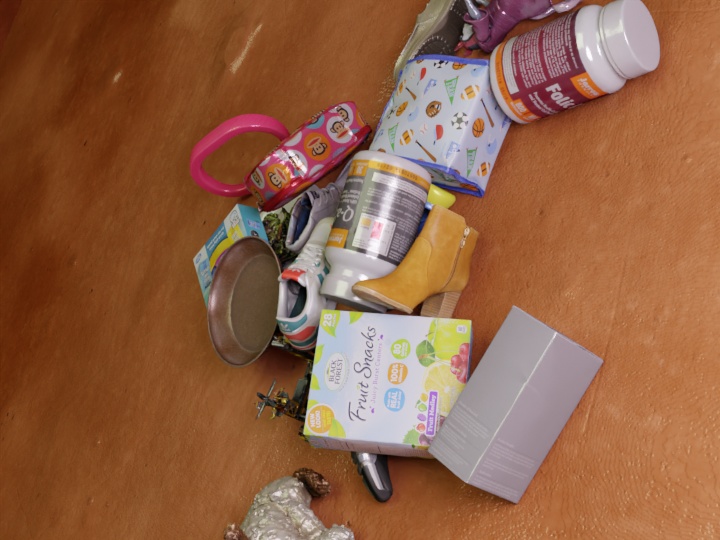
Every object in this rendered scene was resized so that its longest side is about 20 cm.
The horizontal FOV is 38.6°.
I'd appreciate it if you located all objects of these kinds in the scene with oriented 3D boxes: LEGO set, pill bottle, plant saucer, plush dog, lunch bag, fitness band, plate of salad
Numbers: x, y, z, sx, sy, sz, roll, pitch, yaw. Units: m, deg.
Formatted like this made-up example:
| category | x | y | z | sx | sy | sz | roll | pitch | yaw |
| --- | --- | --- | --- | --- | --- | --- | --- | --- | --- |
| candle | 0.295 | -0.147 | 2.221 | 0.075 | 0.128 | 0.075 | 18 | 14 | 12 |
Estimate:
| category | x | y | z | sx | sy | sz | roll | pitch | yaw |
| --- | --- | --- | --- | --- | --- | --- | --- | --- | --- |
| LEGO set | -0.069 | 0.139 | 1.462 | 0.153 | 0.115 | 0.202 | 16 | 80 | 51 |
| pill bottle | 0.276 | -0.272 | 1.328 | 0.199 | 0.114 | 0.116 | -16 | 57 | 42 |
| plant saucer | -0.168 | 0.049 | 1.580 | 0.199 | 0.036 | 0.203 | -13 | 72 | 46 |
| plush dog | -0.115 | 0.353 | 1.386 | 0.200 | 0.160 | 0.172 | -44 | 15 | 18 |
| pill bottle | 0.018 | -0.050 | 1.391 | 0.116 | 0.116 | 0.203 | 9 | 79 | 49 |
| lunch bag | 0.111 | -0.212 | 1.470 | 0.199 | 0.123 | 0.172 | 17 | 82 | 43 |
| lunch bag | -0.088 | -0.175 | 1.619 | 0.199 | 0.082 | 0.176 | -38 | 4 | -23 |
| fitness band | -0.209 | -0.200 | 1.798 | 0.199 | 0.143 | 0.038 | -31 | 46 | 31 |
| plate of salad | -0.134 | -0.060 | 1.708 | 0.199 | 0.048 | 0.202 | -25 | 52 | 36 |

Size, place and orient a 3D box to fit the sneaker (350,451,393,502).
| category | x | y | z | sx | sy | sz | roll | pitch | yaw |
| --- | --- | --- | --- | --- | --- | --- | --- | --- | --- |
| sneaker | 0.031 | 0.194 | 1.359 | 0.114 | 0.075 | 0.202 | -20 | 75 | -11 |

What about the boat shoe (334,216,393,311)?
| category | x | y | z | sx | sy | sz | roll | pitch | yaw |
| --- | --- | --- | --- | --- | --- | --- | --- | --- | --- |
| boat shoe | -0.002 | -0.001 | 1.509 | 0.066 | 0.074 | 0.200 | -55 | 48 | 29 |

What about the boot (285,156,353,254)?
| category | x | y | z | sx | sy | sz | roll | pitch | yaw |
| --- | --- | --- | --- | --- | --- | --- | --- | --- | --- |
| boot | -0.046 | -0.107 | 1.599 | 0.073 | 0.095 | 0.202 | 10 | 76 | 49 |

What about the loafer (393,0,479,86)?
| category | x | y | z | sx | sy | sz | roll | pitch | yaw |
| --- | --- | --- | --- | --- | --- | --- | --- | --- | --- |
| loafer | 0.112 | -0.359 | 1.599 | 0.201 | 0.076 | 0.068 | -56 | 37 | -8 |

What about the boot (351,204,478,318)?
| category | x | y | z | sx | sy | sz | roll | pitch | yaw |
| --- | --- | --- | --- | --- | --- | --- | --- | --- | --- |
| boot | 0.074 | -0.017 | 1.329 | 0.070 | 0.200 | 0.146 | 15 | 89 | 42 |

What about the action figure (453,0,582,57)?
| category | x | y | z | sx | sy | sz | roll | pitch | yaw |
| --- | --- | --- | --- | --- | --- | --- | --- | --- | --- |
| action figure | 0.217 | -0.376 | 1.496 | 0.149 | 0.134 | 0.200 | 47 | 126 | 7 |

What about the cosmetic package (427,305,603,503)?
| category | x | y | z | sx | sy | sz | roll | pitch | yaw |
| --- | --- | --- | --- | --- | --- | --- | --- | --- | --- |
| cosmetic package | 0.179 | 0.155 | 1.188 | 0.090 | 0.106 | 0.202 | 30 | 89 | 51 |

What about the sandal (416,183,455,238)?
| category | x | y | z | sx | sy | sz | roll | pitch | yaw |
| --- | --- | --- | --- | --- | --- | --- | --- | --- | --- |
| sandal | 0.048 | -0.096 | 1.509 | 0.199 | 0.079 | 0.088 | 22 | 88 | 53 |

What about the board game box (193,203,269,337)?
| category | x | y | z | sx | sy | sz | roll | pitch | yaw |
| --- | --- | --- | --- | --- | --- | --- | --- | --- | --- |
| board game box | -0.199 | 0.018 | 1.688 | 0.151 | 0.047 | 0.202 | -47 | 50 | 34 |

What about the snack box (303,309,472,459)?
| category | x | y | z | sx | sy | sz | roll | pitch | yaw |
| --- | --- | --- | --- | --- | --- | --- | --- | --- | --- |
| snack box | 0.038 | 0.144 | 1.302 | 0.197 | 0.068 | 0.171 | 3 | 66 | 10 |

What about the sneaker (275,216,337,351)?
| category | x | y | z | sx | sy | sz | roll | pitch | yaw |
| --- | --- | --- | --- | --- | --- | --- | --- | --- | --- |
| sneaker | -0.067 | 0.005 | 1.425 | 0.069 | 0.093 | 0.202 | 7 | 68 | 26 |
